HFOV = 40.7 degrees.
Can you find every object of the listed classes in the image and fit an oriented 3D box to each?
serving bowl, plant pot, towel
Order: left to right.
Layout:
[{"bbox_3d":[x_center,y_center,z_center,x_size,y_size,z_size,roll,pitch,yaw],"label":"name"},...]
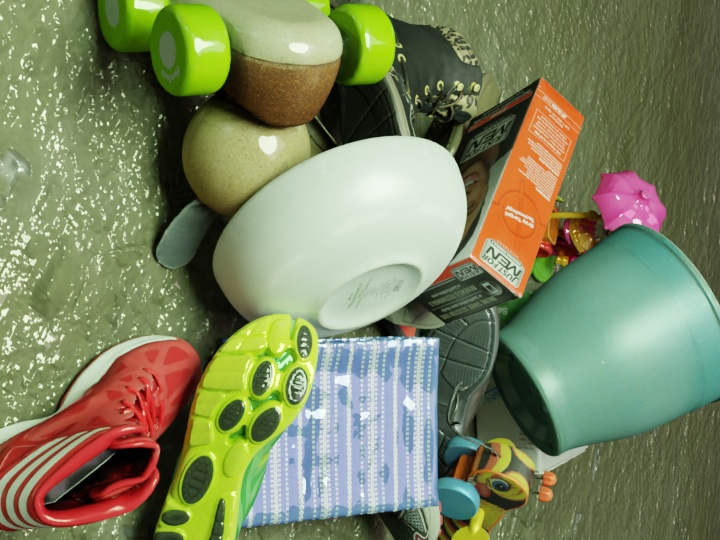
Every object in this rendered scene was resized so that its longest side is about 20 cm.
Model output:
[{"bbox_3d":[-0.022,0.126,0.775,0.197,0.024,0.147,1,89,-25],"label":"towel"},{"bbox_3d":[-0.004,-0.007,0.712,0.199,0.199,0.066,15,42,-54],"label":"serving bowl"},{"bbox_3d":[0.236,0.085,0.978,0.186,0.200,0.202,-27,117,-11],"label":"plant pot"}]

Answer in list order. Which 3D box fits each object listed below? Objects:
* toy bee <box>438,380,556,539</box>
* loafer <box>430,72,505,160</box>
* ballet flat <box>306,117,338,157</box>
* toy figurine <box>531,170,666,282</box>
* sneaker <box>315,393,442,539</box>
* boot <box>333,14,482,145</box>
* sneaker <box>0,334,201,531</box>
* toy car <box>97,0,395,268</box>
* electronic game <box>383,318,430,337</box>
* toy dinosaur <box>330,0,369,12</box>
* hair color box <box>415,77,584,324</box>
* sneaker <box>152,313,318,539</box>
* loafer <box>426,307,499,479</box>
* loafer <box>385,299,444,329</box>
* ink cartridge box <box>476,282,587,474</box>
[{"bbox_3d":[0.118,0.202,0.884,0.201,0.107,0.132,82,28,-64],"label":"toy bee"},{"bbox_3d":[0.112,-0.133,0.990,0.067,0.076,0.201,42,39,-12],"label":"loafer"},{"bbox_3d":[-0.041,-0.103,0.815,0.200,0.046,0.068,50,49,-43],"label":"ballet flat"},{"bbox_3d":[0.276,-0.053,1.164,0.200,0.182,0.152,42,56,-48],"label":"toy figurine"},{"bbox_3d":[0.003,0.180,0.853,0.075,0.080,0.201,-45,117,-28],"label":"sneaker"},{"bbox_3d":[0.048,-0.150,0.863,0.149,0.073,0.202,-1,62,-42],"label":"boot"},{"bbox_3d":[-0.140,0.103,0.600,0.200,0.114,0.079,-41,122,-48],"label":"sneaker"},{"bbox_3d":[-0.089,-0.100,0.691,0.163,0.157,0.202,-11,125,-37],"label":"toy car"},{"bbox_3d":[0.070,-0.011,0.982,0.199,0.041,0.203,2,87,-56],"label":"electronic game"},{"bbox_3d":[-0.022,-0.253,0.785,0.077,0.101,0.203,-138,-123,-78],"label":"toy dinosaur"},{"bbox_3d":[0.115,-0.061,0.838,0.061,0.101,0.202,36,58,-20],"label":"hair color box"},{"bbox_3d":[-0.093,0.120,0.686,0.202,0.073,0.084,-65,-173,-1],"label":"sneaker"},{"bbox_3d":[0.093,0.110,0.962,0.063,0.071,0.203,-31,138,-63],"label":"loafer"},{"bbox_3d":[0.000,0.000,0.852,0.198,0.063,0.072,19,117,-34],"label":"loafer"},{"bbox_3d":[0.199,0.119,1.130,0.144,0.083,0.203,-5,93,-55],"label":"ink cartridge box"}]
